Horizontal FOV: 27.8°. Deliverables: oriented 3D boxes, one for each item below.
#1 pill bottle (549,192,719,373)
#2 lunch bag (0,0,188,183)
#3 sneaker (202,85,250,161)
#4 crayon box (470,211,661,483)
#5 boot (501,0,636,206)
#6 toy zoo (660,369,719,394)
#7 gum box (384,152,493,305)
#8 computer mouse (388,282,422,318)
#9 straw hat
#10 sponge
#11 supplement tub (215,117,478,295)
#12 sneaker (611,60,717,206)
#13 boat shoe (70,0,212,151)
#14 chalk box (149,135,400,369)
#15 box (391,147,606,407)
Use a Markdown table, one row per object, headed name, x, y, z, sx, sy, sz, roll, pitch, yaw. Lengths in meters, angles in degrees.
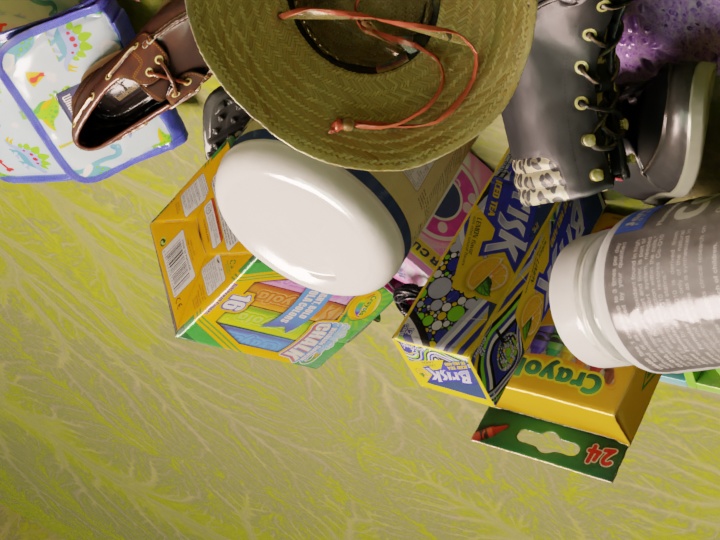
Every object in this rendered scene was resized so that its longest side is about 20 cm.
| name | x | y | z | sx | sy | sz | roll | pitch | yaw |
| --- | --- | --- | --- | --- | --- | --- | --- | --- | --- |
| pill bottle | 0.226 | 0.008 | 0.954 | 0.114 | 0.114 | 0.200 | 45 | 148 | -24 |
| lunch bag | -0.270 | -0.172 | 1.302 | 0.199 | 0.128 | 0.170 | -2 | 137 | 26 |
| sneaker | -0.103 | -0.102 | 1.266 | 0.091 | 0.066 | 0.200 | 56 | 175 | 35 |
| crayon box | 0.169 | 0.050 | 1.100 | 0.127 | 0.200 | 0.051 | 12 | 153 | 34 |
| boot | 0.143 | -0.126 | 0.857 | 0.203 | 0.073 | 0.154 | -12 | 95 | 54 |
| toy zoo | 0.221 | 0.043 | 1.237 | 0.199 | 0.020 | 0.131 | 13 | 147 | 33 |
| gum box | 0.048 | -0.045 | 1.170 | 0.200 | 0.114 | 0.066 | 40 | 152 | -15 |
| computer mouse | 0.000 | 0.000 | 1.132 | 0.200 | 0.034 | 0.059 | 44 | 150 | -21 |
| straw hat | 0.000 | -0.158 | 0.814 | 0.201 | 0.201 | 0.085 | 36 | -171 | -7 |
| sponge | 0.162 | -0.169 | 0.935 | 0.200 | 0.030 | 0.112 | 2 | 141 | 45 |
| supplement tub | 0.002 | -0.098 | 1.033 | 0.144 | 0.200 | 0.145 | 23 | 150 | 14 |
| sneaker | 0.164 | -0.090 | 0.949 | 0.106 | 0.075 | 0.200 | 12 | 168 | 3 |
| boat shoe | -0.161 | -0.161 | 1.178 | 0.070 | 0.071 | 0.200 | 36 | 130 | -27 |
| chalk box | -0.054 | -0.007 | 1.225 | 0.200 | 0.125 | 0.124 | 15 | 135 | -40 |
| box | 0.107 | -0.002 | 1.083 | 0.070 | 0.200 | 0.064 | 13 | 148 | 35 |
